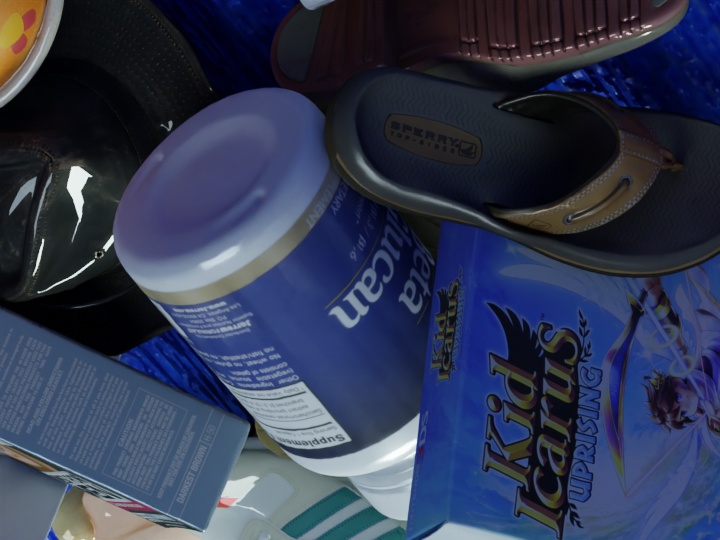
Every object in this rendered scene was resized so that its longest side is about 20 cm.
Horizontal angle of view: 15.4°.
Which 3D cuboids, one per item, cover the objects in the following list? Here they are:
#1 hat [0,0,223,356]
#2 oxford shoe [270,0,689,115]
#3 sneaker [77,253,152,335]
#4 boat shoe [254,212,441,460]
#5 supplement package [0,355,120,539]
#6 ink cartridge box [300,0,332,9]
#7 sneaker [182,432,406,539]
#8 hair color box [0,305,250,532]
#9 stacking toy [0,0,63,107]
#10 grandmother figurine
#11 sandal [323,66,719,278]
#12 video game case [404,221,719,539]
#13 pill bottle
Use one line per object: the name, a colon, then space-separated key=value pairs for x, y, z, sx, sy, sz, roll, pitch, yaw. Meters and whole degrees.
hat: x=-0.152 y=-0.042 z=1.255 sx=0.200 sy=0.081 sz=0.202 roll=13 pitch=112 yaw=33
oxford shoe: x=0.062 y=-0.106 z=1.190 sx=0.199 sy=0.071 sz=0.074 roll=-7 pitch=152 yaw=28
sneaker: x=-0.087 y=-0.003 z=1.329 sx=0.072 sy=0.072 sz=0.200 roll=28 pitch=140 yaw=-23
boat shoe: x=0.001 y=0.001 z=1.303 sx=0.071 sy=0.066 sz=0.201 roll=17 pitch=119 yaw=-17
supplement package: x=-0.247 y=0.121 z=1.415 sx=0.147 sy=0.192 sz=0.200 roll=28 pitch=135 yaw=-9
ink cartridge box: x=-0.021 y=-0.210 z=1.122 sx=0.119 sy=0.042 sz=0.200 roll=-15 pitch=129 yaw=30
sneaker: x=-0.012 y=0.153 z=1.362 sx=0.199 sy=0.094 sz=0.071 roll=18 pitch=136 yaw=-1
hair color box: x=-0.162 y=0.061 z=1.295 sx=0.199 sy=0.061 sz=0.099 roll=26 pitch=169 yaw=-12
stacking toy: x=-0.226 y=-0.123 z=1.140 sx=0.145 sy=0.200 sz=0.147 roll=3 pitch=101 yaw=17
grandmother figurine: x=-0.073 y=0.118 z=1.450 sx=0.121 sy=0.061 sz=0.200 roll=28 pitch=141 yaw=-34
sandal: x=0.085 y=-0.051 z=1.141 sx=0.199 sy=0.082 sz=0.055 roll=15 pitch=155 yaw=-14
video game case: x=0.119 y=0.044 z=1.180 sx=0.180 sy=0.201 sz=0.045 roll=16 pitch=155 yaw=-19
pill bottle: x=-0.014 y=0.022 z=1.206 sx=0.111 sy=0.111 sz=0.200 roll=-15 pitch=131 yaw=30
